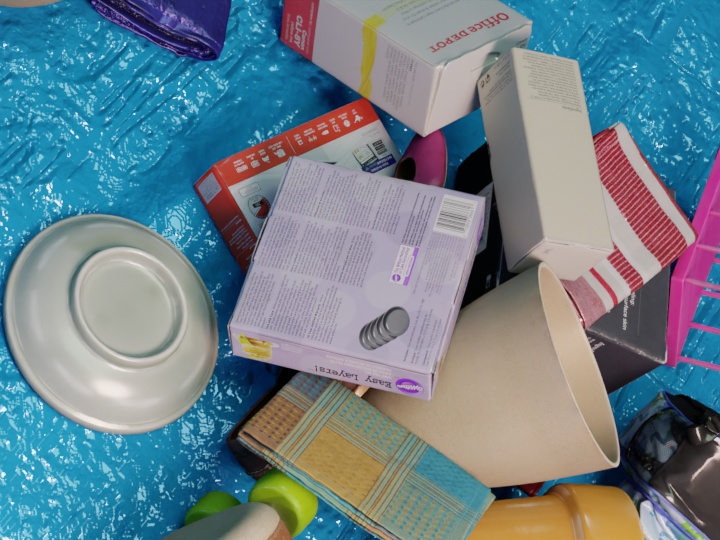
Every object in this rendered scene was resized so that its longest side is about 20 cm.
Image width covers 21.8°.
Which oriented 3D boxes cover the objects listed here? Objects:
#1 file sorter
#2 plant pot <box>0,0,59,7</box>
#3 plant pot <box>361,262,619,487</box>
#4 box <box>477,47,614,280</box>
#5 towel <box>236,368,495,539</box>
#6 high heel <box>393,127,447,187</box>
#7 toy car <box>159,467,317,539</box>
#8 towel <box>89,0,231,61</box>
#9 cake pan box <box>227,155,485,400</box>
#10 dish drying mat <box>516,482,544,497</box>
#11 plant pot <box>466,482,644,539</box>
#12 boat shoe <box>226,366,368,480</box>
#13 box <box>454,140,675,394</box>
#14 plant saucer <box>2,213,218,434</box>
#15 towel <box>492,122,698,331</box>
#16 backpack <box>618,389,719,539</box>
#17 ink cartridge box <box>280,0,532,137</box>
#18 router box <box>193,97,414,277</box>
[{"bbox_3d":[0.399,-0.006,1.907,0.124,0.140,0.201,14,53,17],"label":"file sorter"},{"bbox_3d":[-0.306,-0.312,1.643,0.199,0.134,0.202,13,62,-26],"label":"plant pot"},{"bbox_3d":[0.102,0.115,1.646,0.187,0.198,0.189,-21,90,-76],"label":"plant pot"},{"bbox_3d":[0.167,-0.097,1.702,0.081,0.068,0.202,9,61,-28],"label":"box"},{"bbox_3d":[0.008,0.162,1.534,0.199,0.022,0.147,34,29,8],"label":"towel"},{"bbox_3d":[0.019,-0.067,1.713,0.095,0.067,0.201,25,54,-16],"label":"high heel"},{"bbox_3d":[-0.085,0.292,1.498,0.201,0.157,0.164,58,41,-10],"label":"toy car"},{"bbox_3d":[-0.182,-0.304,1.777,0.147,0.049,0.202,28,55,-26],"label":"towel"},{"bbox_3d":[0.000,0.000,1.612,0.182,0.053,0.201,12,57,8],"label":"cake pan box"},{"bbox_3d":[0.105,0.122,1.746,0.200,0.018,0.077,42,49,5],"label":"dish drying mat"},{"bbox_3d":[0.127,0.278,1.613,0.181,0.200,0.202,8,63,-12],"label":"plant pot"},{"bbox_3d":[-0.040,0.099,1.637,0.070,0.070,0.200,48,60,-19],"label":"boat shoe"},{"bbox_3d":[0.193,-0.009,1.822,0.199,0.117,0.198,22,58,-21],"label":"box"},{"bbox_3d":[-0.204,0.037,1.596,0.198,0.050,0.202,14,61,-27],"label":"plant saucer"},{"bbox_3d":[0.229,-0.047,1.777,0.199,0.023,0.145,-33,88,-38],"label":"towel"},{"bbox_3d":[0.319,0.210,1.760,0.183,0.200,0.147,39,97,-12],"label":"backpack"},{"bbox_3d":[0.042,-0.230,1.800,0.199,0.084,0.145,36,45,28],"label":"ink cartridge box"},{"bbox_3d":[-0.029,-0.046,1.745,0.199,0.049,0.180,-28,84,-38],"label":"router box"}]
